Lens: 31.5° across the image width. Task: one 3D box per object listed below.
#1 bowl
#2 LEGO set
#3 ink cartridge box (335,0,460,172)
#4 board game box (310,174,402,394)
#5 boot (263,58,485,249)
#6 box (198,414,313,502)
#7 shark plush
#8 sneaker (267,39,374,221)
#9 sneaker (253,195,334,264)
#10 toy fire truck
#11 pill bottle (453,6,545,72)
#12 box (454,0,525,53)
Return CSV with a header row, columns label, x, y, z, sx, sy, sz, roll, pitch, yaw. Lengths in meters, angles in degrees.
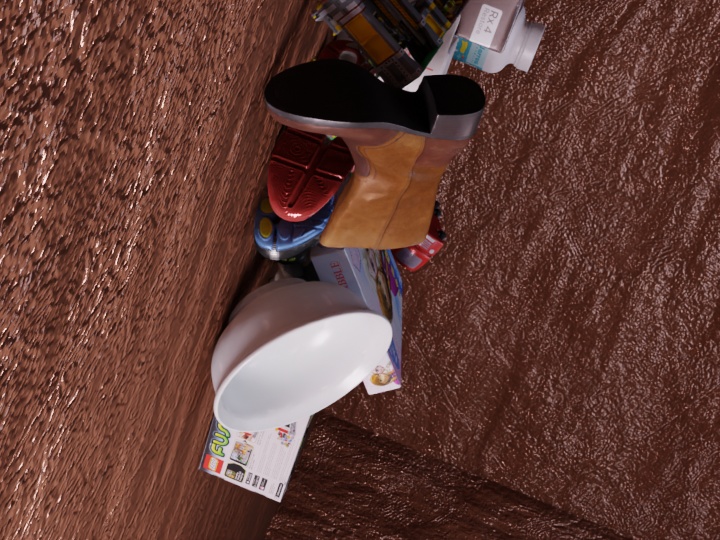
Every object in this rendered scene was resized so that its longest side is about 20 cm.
label,x,y,z,sx,sy,sz,roll,pitch,yaw
bowl,-0.075,0.072,1.307,0.200,0.091,0.201,-24,151,-14
LEGO set,0.002,-0.225,1.125,0.154,0.116,0.200,-24,-155,51
ink cartridge box,0.026,-0.200,1.320,0.068,0.116,0.201,-60,172,-63
board game box,0.000,0.000,1.446,0.200,0.041,0.201,-87,159,-53
boot,-0.006,-0.092,1.097,0.200,0.187,0.069,115,-37,-53
box,-0.114,0.172,1.485,0.035,0.110,0.201,-64,175,-55
shark plush,-0.050,0.042,1.432,0.201,0.083,0.091,-104,-162,-44
sneaker,-0.035,-0.113,1.231,0.116,0.078,0.201,103,10,-63
sneaker,-0.064,-0.040,1.266,0.200,0.070,0.083,-69,173,-75
toy fire truck,0.041,-0.044,1.659,0.141,0.049,0.200,-46,-160,20
pill bottle,0.157,-0.349,1.808,0.111,0.199,0.111,21,90,-86
box,0.118,-0.361,1.386,0.200,0.163,0.167,-62,173,-64
